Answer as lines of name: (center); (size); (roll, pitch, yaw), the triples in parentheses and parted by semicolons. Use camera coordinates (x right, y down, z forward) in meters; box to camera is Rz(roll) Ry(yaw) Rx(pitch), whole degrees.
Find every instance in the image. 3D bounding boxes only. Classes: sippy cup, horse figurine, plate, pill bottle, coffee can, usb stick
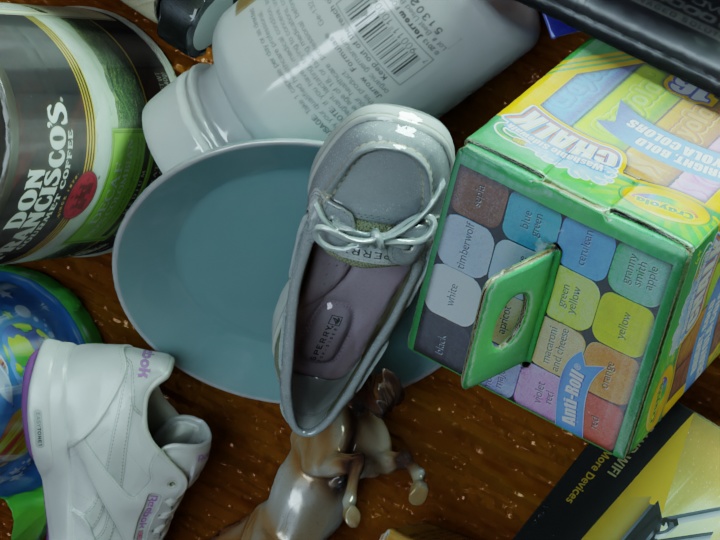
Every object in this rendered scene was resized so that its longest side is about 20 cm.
sippy cup: (-0.230, 0.068, 1.473); (0.178, 0.130, 0.140); (40, 108, 15)
horse figurine: (-0.025, 0.129, 1.412); (0.050, 0.133, 0.200); (24, 107, -24)
plate: (-0.032, -0.003, 1.382); (0.200, 0.200, 0.026); (-21, 41, 23)
pill bottle: (-0.014, -0.110, 1.377); (0.200, 0.114, 0.115); (-36, 80, 21)
coffee can: (-0.202, -0.074, 1.413); (0.146, 0.200, 0.147); (2, 95, 23)
usb stick: (0.151, -0.120, 1.262); (0.200, 0.055, 0.033); (27, 144, 19)

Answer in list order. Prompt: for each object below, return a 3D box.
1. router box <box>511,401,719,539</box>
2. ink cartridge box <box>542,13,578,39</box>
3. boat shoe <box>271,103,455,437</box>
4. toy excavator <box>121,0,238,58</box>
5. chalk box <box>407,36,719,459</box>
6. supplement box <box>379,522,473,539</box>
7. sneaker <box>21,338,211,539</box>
router box: (0.146, 0.175, 1.295); (0.157, 0.052, 0.200); (31, 69, 25)
ink cartridge box: (0.183, -0.175, 1.311); (0.199, 0.076, 0.137); (-22, 85, 25)
boat shoe: (-0.002, 0.000, 1.318); (0.074, 0.065, 0.202); (14, 135, -11)
toy excavator: (-0.071, -0.247, 1.407); (0.100, 0.200, 0.195); (32, 149, 17)
chalk box: (0.110, -0.007, 1.229); (0.123, 0.200, 0.125); (27, 127, 18)
supplement box: (0.101, 0.196, 1.375); (0.199, 0.069, 0.067); (20, 100, 19)
sneaker: (-0.128, 0.131, 1.443); (0.099, 0.075, 0.201); (-3, 118, 6)
